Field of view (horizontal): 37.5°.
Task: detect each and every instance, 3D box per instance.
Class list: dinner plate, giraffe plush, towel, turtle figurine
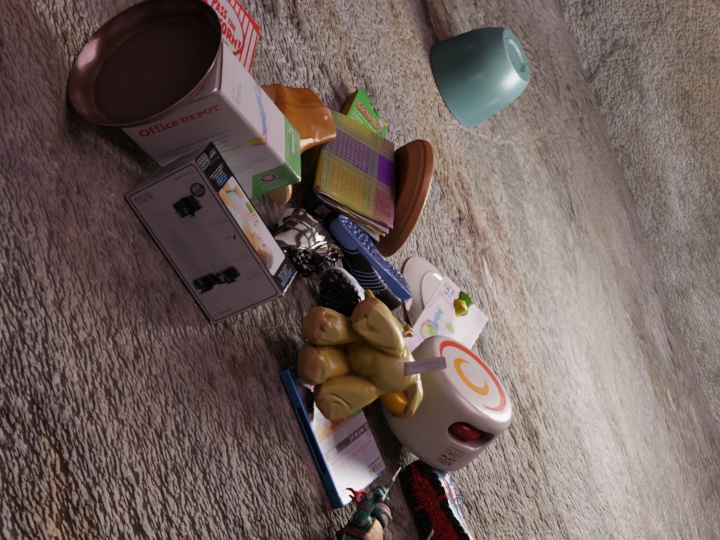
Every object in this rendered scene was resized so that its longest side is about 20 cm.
[{"bbox_3d":[0.134,0.068,1.879,0.200,0.024,0.201,38,41,-42],"label":"dinner plate"},{"bbox_3d":[0.013,0.104,1.482,0.162,0.199,0.174,-98,-166,-74],"label":"giraffe plush"},{"bbox_3d":[-0.007,-0.156,1.649,0.143,0.023,0.201,27,44,-24],"label":"towel"},{"bbox_3d":[0.014,0.364,1.389,0.150,0.100,0.200,58,42,-22],"label":"turtle figurine"}]

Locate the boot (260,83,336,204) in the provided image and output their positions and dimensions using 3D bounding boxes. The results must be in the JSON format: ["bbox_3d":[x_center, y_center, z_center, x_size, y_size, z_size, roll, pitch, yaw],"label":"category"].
[{"bbox_3d":[-0.092,-0.191,1.571,0.143,0.071,0.202,-4,66,-39],"label":"boot"}]

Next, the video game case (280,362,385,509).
[{"bbox_3d":[-0.036,0.215,1.489,0.143,0.018,0.201,-25,93,-61],"label":"video game case"}]

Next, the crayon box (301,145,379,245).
[{"bbox_3d":[-0.022,-0.137,1.688,0.127,0.051,0.201,35,42,-26],"label":"crayon box"}]

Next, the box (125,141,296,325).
[{"bbox_3d":[-0.182,-0.043,1.306,0.201,0.116,0.060,57,28,-18],"label":"box"}]

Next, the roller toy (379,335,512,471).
[{"bbox_3d":[0.125,0.207,1.619,0.183,0.140,0.200,47,23,9],"label":"roller toy"}]

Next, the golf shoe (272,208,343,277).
[{"bbox_3d":[-0.104,-0.041,1.496,0.095,0.078,0.200,63,20,12],"label":"golf shoe"}]

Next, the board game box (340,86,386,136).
[{"bbox_3d":[-0.004,-0.233,1.834,0.096,0.030,0.200,55,34,-25],"label":"board game box"}]

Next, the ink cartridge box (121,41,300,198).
[{"bbox_3d":[-0.183,-0.175,1.328,0.200,0.145,0.088,45,35,-52],"label":"ink cartridge box"}]

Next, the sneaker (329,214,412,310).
[{"bbox_3d":[0.000,0.000,1.623,0.200,0.078,0.070,48,16,-35],"label":"sneaker"}]

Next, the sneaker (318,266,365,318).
[{"bbox_3d":[0.002,0.062,1.601,0.200,0.072,0.073,53,31,-32],"label":"sneaker"}]

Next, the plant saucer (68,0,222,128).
[{"bbox_3d":[-0.248,-0.241,1.246,0.032,0.199,0.201,57,26,-53],"label":"plant saucer"}]

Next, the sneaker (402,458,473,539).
[{"bbox_3d":[0.138,0.376,1.620,0.095,0.079,0.201,-11,81,-63],"label":"sneaker"}]

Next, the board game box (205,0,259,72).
[{"bbox_3d":[-0.219,-0.328,1.502,0.151,0.046,0.201,45,36,-37],"label":"board game box"}]

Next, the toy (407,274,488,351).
[{"bbox_3d":[0.126,0.119,1.778,0.115,0.047,0.200,45,61,-17],"label":"toy"}]

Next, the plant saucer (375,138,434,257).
[{"bbox_3d":[0.058,-0.122,1.720,0.037,0.200,0.201,20,49,-17],"label":"plant saucer"}]

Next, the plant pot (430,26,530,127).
[{"bbox_3d":[0.271,-0.437,2.310,0.200,0.160,0.202,38,41,-42],"label":"plant pot"}]
